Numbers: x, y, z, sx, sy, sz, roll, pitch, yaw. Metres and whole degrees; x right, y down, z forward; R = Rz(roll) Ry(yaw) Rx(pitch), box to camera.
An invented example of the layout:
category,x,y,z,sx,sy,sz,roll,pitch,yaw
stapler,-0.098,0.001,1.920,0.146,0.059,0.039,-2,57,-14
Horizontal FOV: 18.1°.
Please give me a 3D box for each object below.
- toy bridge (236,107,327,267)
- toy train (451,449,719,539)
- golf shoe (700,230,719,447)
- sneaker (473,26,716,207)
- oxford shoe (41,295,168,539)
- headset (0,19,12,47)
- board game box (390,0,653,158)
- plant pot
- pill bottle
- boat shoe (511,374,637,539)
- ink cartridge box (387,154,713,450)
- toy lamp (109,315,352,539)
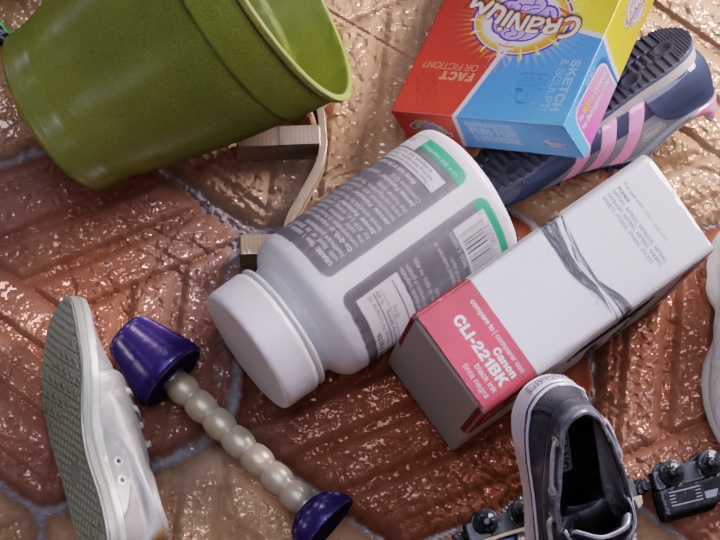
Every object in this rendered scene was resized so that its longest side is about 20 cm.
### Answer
category,x,y,z,sx,sy,sz,roll,pitch,yaw
toy bridge,-0.058,-0.093,1.649,0.067,0.027,0.201,-2,68,-3
toy train,0.161,0.167,1.551,0.199,0.034,0.046,-14,82,-7
golf shoe,0.278,0.047,1.569,0.075,0.092,0.201,-1,70,-3
sneaker,0.170,-0.089,1.634,0.200,0.082,0.070,-32,36,8
oxford shoe,-0.176,0.111,1.551,0.058,0.075,0.201,-1,61,-31
headset,-0.229,-0.251,1.672,0.123,0.094,0.201,-10,80,-5
board game box,0.128,-0.179,1.638,0.153,0.040,0.201,7,62,36
plant pot,-0.140,-0.157,1.580,0.192,0.200,0.201,-31,70,15
pill bottle,0.000,0.000,1.568,0.200,0.113,0.113,-35,73,-14
boat shoe,0.150,0.165,1.472,0.071,0.201,0.068,-20,27,-18
ink cartridge box,0.128,0.023,1.542,0.200,0.144,0.084,-35,82,-13
toy lamp,-0.092,0.108,1.556,0.200,0.058,0.058,41,73,12
